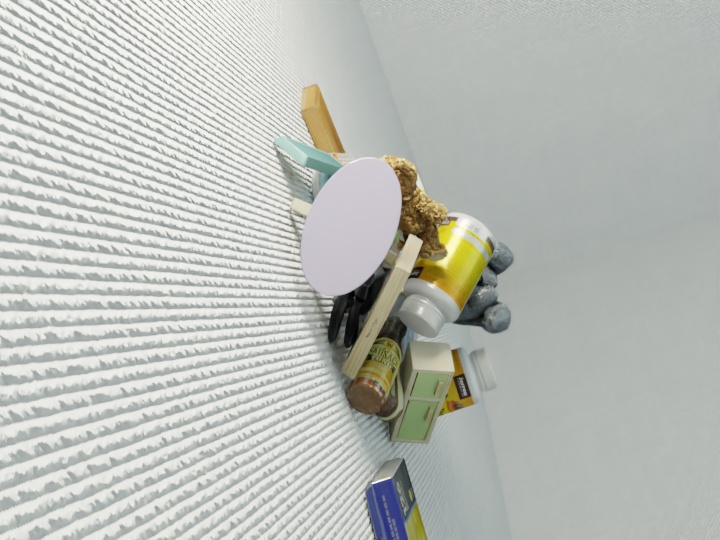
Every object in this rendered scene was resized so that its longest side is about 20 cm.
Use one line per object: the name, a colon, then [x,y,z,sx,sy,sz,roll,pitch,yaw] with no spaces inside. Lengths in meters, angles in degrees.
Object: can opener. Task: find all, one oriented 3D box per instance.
can opener: [-0.021,0.063,1.287,0.201,0.062,0.081,-64,164,-61]

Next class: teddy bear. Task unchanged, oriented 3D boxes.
teddy bear: [0.078,-0.097,1.272,0.202,0.067,0.144,56,-25,-13]

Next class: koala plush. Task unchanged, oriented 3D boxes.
koala plush: [0.179,0.027,1.533,0.199,0.180,0.183,12,79,-59]

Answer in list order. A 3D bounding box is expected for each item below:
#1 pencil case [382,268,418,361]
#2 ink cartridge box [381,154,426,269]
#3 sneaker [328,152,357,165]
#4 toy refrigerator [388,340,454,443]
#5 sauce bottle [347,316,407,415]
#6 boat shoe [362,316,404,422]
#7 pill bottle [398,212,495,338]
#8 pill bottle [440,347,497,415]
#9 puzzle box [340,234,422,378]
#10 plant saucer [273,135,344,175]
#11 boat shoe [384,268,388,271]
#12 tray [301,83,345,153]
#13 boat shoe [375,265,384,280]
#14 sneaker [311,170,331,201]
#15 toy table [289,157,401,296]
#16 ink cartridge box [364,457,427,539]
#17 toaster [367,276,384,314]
pencil case: [0.077,0.089,1.484,0.090,0.082,0.204,36,-46,32]
ink cartridge box: [0.070,-0.108,1.463,0.203,0.066,0.119,-104,-149,-48]
sneaker: [-0.023,-0.155,1.481,0.201,0.077,0.079,50,-43,40]
toy refrigerator: [0.103,0.220,1.406,0.071,0.074,0.203,-95,-166,-48]
sauce bottle: [0.033,0.146,1.300,0.201,0.064,0.067,-65,138,-54]
boat shoe: [0.031,0.154,1.380,0.075,0.074,0.206,42,27,-46]
pill bottle: [0.144,0.010,1.362,0.202,0.107,0.110,-58,145,-21]
pill bottle: [0.162,0.219,1.548,0.109,0.195,0.112,-19,89,-84]
puzzle box: [0.034,0.053,1.226,0.203,0.025,0.133,-63,179,25]
plant saucer: [-0.071,-0.183,1.309,0.070,0.019,0.199,40,12,17]
boat shoe: [0.012,-0.071,1.544,0.200,0.065,0.071,47,37,10]
tray: [-0.064,-0.256,1.585,0.100,0.036,0.203,-92,163,-53]
boat shoe: [0.000,0.000,1.471,0.063,0.071,0.200,57,-2,0]
sneaker: [-0.008,-0.105,1.387,0.079,0.128,0.205,14,60,-67]
toy table: [-0.018,-0.060,1.171,0.183,0.202,0.117,39,-4,-6]
ink cartridge box: [0.066,0.413,1.249,0.200,0.046,0.203,4,71,-81]
toaster: [0.075,0.035,1.649,0.181,0.116,0.205,28,47,-76]
